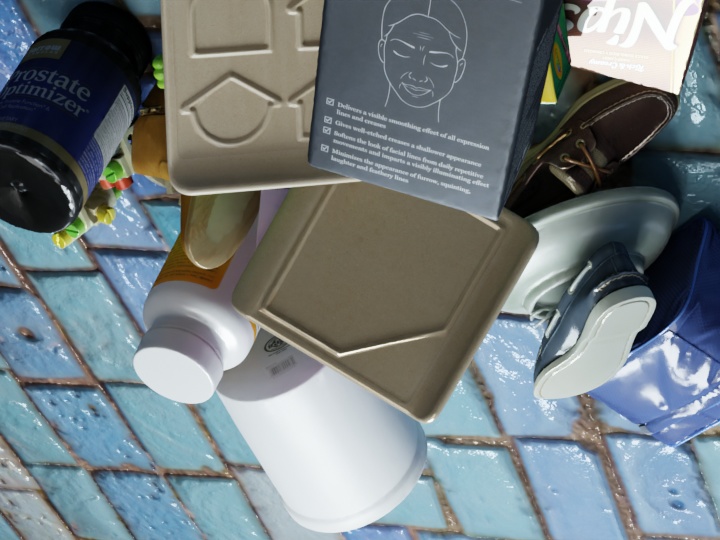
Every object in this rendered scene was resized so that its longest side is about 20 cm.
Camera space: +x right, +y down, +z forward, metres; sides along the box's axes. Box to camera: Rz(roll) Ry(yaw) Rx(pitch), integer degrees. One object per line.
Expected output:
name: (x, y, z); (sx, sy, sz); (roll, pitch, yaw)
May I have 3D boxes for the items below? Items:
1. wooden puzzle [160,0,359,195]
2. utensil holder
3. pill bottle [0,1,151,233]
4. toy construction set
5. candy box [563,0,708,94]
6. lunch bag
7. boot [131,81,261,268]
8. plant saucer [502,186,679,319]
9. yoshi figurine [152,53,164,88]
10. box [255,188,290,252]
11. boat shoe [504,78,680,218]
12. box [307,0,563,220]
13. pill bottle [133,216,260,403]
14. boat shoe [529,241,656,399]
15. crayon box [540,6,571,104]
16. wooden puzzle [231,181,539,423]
wooden puzzle: (-0.061, -0.166, 1.243); (0.183, 0.046, 0.202); (-6, 110, -14)
utensil holder: (-0.044, 0.141, 1.682); (0.169, 0.171, 0.201); (-4, 132, 31)
pill bottle: (-0.259, -0.139, 1.427); (0.111, 0.201, 0.112); (14, 142, 11)
toy construction set: (-0.234, -0.090, 1.561); (0.198, 0.092, 0.132); (-7, 119, 27)
candy box: (0.163, -0.216, 1.237); (0.198, 0.057, 0.117); (18, 140, 10)
lunch bag: (0.291, 0.066, 1.440); (0.132, 0.137, 0.200); (32, 145, -11)
boot: (-0.152, -0.089, 1.432); (0.143, 0.203, 0.071); (-7, 151, 43)
plant saucer: (0.186, -0.003, 1.394); (0.198, 0.051, 0.200); (-16, 158, -7)
yoshi figurine: (-0.106, -0.168, 1.310); (0.111, 0.202, 0.112); (7, -177, -29)
box: (0.000, 0.000, 1.452); (0.174, 0.098, 0.200); (5, 168, 1)
boat shoe: (0.179, -0.085, 1.340); (0.199, 0.072, 0.072); (-32, 123, 26)
box: (0.055, -0.159, 1.129); (0.147, 0.107, 0.201); (17, 132, 9)
pill bottle: (-0.142, 0.024, 1.561); (0.110, 0.201, 0.112); (14, 142, 11)
boat shoe: (0.185, 0.046, 1.356); (0.074, 0.062, 0.200); (-9, 153, -13)
crayon box: (0.080, -0.218, 1.183); (0.118, 0.058, 0.201); (2, 128, 21)
wooden puzzle: (0.019, -0.002, 1.327); (0.199, 0.186, 0.037); (31, -174, 6)
